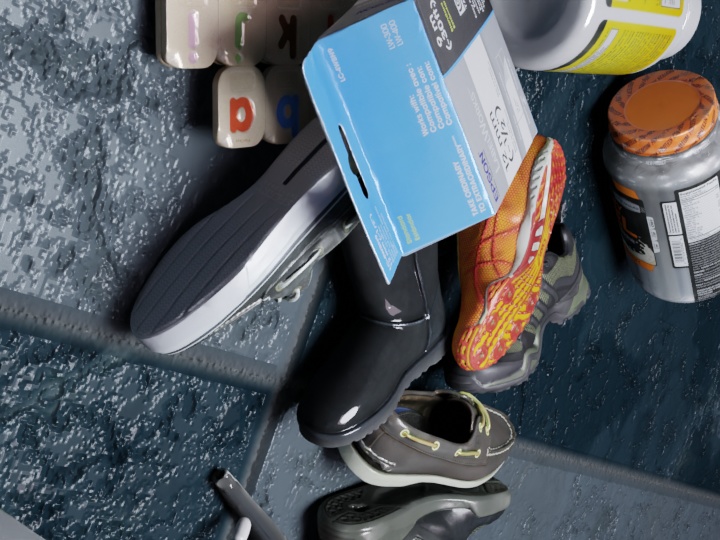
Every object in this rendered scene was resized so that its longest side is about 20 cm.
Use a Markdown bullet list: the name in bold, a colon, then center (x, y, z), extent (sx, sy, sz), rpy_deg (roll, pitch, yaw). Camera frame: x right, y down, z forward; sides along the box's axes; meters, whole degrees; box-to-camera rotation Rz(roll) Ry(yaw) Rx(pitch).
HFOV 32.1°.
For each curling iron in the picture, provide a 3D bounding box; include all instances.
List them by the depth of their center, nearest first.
- **curling iron**: center (-0.065, 0.215, 0.920), extent (0.050, 0.025, 0.201), rpy_deg (-48, 136, -32)

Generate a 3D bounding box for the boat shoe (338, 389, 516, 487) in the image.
- **boat shoe**: center (0.069, 0.130, 1.000), extent (0.200, 0.072, 0.061), rpy_deg (3, 134, -50)

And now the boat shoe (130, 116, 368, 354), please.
- **boat shoe**: center (-0.052, -0.012, 0.781), extent (0.200, 0.072, 0.071), rpy_deg (-43, 131, -9)

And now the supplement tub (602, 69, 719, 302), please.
- **supplement tub**: center (0.294, -0.078, 1.162), extent (0.123, 0.122, 0.201), rpy_deg (-48, 136, -26)

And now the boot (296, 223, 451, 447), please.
- **boot**: center (0.000, -0.001, 0.879), extent (0.165, 0.065, 0.202), rpy_deg (-43, 137, -43)

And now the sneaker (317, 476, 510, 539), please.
- **sneaker**: center (0.041, 0.226, 1.017), extent (0.198, 0.076, 0.116), rpy_deg (-11, 115, -45)

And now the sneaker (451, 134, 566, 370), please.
- **sneaker**: center (0.105, -0.014, 0.987), extent (0.073, 0.076, 0.202), rpy_deg (51, 53, -53)

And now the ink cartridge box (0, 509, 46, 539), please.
- **ink cartridge box**: center (-0.260, 0.220, 0.638), extent (0.145, 0.084, 0.202), rpy_deg (19, 89, -51)

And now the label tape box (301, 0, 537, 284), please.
- **label tape box**: center (0.043, -0.104, 0.779), extent (0.145, 0.065, 0.200), rpy_deg (67, 26, -20)

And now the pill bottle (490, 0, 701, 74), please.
- **pill bottle**: center (0.186, -0.212, 0.984), extent (0.199, 0.112, 0.114), rpy_deg (-7, 110, -49)

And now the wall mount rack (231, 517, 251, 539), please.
- **wall mount rack**: center (-0.115, 0.272, 0.840), extent (0.173, 0.074, 0.202), rpy_deg (-29, 126, -28)

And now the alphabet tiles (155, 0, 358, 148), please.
- **alphabet tiles**: center (-0.049, -0.179, 0.783), extent (0.199, 0.014, 0.199), rpy_deg (-12, 107, -48)

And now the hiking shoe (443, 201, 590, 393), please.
- **hiking shoe**: center (0.122, 0.021, 1.045), extent (0.200, 0.075, 0.102), rpy_deg (-43, 126, -44)
